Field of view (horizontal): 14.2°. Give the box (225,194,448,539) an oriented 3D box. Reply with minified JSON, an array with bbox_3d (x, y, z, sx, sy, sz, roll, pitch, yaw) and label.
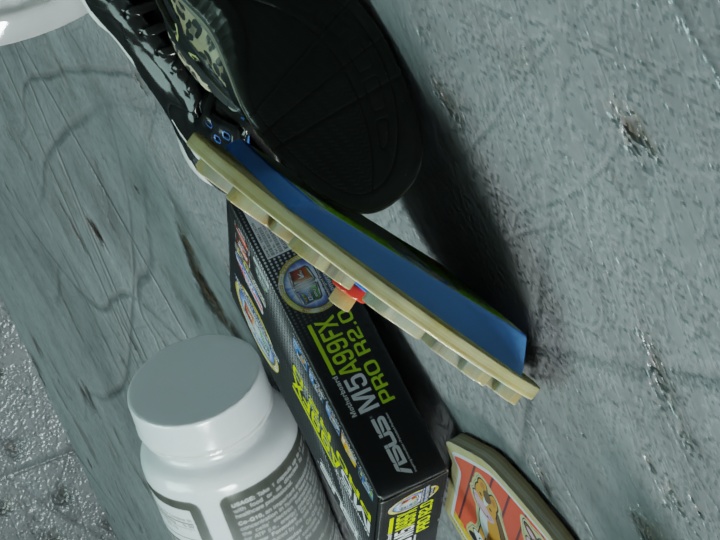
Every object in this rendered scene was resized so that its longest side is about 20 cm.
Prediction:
[{"bbox_3d":[-0.016,0.060,1.657,0.200,0.044,0.160,63,169,17],"label":"box"}]

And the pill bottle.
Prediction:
[{"bbox_3d":[-0.087,0.149,2.025,0.114,0.114,0.200,47,160,51],"label":"pill bottle"}]

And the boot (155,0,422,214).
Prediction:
[{"bbox_3d":[-0.037,-0.099,1.388,0.204,0.073,0.154,52,175,13],"label":"boot"}]

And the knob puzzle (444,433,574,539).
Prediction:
[{"bbox_3d":[0.091,0.176,1.534,0.220,0.030,0.220,58,167,21],"label":"knob puzzle"}]

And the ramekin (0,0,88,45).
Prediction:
[{"bbox_3d":[-0.220,-0.217,1.591,0.200,0.200,0.105,50,154,46],"label":"ramekin"}]

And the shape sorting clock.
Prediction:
[{"bbox_3d":[0.000,0.000,1.341,0.200,0.039,0.200,33,-177,-2],"label":"shape sorting clock"}]

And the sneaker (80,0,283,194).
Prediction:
[{"bbox_3d":[-0.080,-0.118,1.529,0.200,0.073,0.112,59,168,-28],"label":"sneaker"}]
